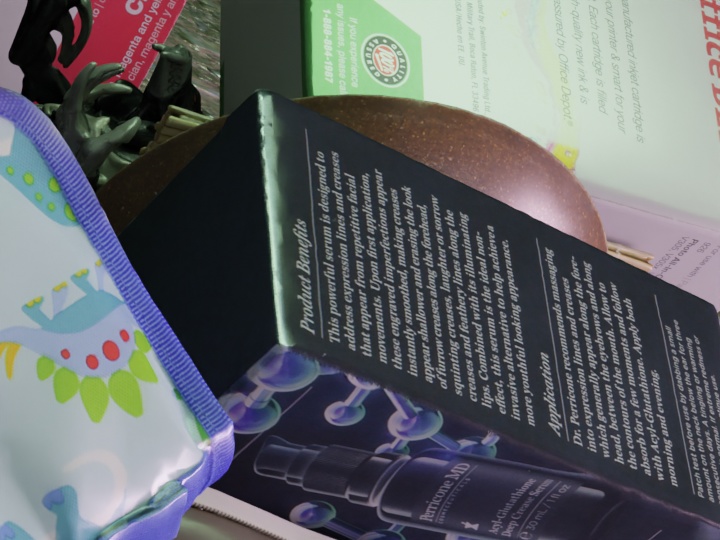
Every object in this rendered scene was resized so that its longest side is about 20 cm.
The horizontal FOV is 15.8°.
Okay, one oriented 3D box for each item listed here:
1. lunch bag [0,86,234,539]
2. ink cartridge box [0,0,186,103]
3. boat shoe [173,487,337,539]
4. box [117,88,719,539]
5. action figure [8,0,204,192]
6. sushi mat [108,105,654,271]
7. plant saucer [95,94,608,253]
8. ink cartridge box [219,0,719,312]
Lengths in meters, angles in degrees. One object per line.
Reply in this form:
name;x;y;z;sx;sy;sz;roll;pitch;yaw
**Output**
lunch bag;-0.152;0.025;0.599;0.200;0.127;0.170;40;50;14
ink cartridge box;-0.201;-0.146;1.216;0.200;0.145;0.145;26;14;-21
boat shoe;-0.043;0.109;0.773;0.202;0.072;0.060;16;50;-22
box;0.006;0.056;0.849;0.200;0.148;0.107;24;41;-30
action figure;-0.118;-0.061;0.928;0.200;0.102;0.119;0;40;-35
sushi mat;0.000;0.000;0.929;0.200;0.096;0.012;16;45;-24
plant saucer;-0.009;0.020;0.915;0.200;0.200;0.037;24;41;-31
ink cartridge box;0.052;-0.068;0.982;0.200;0.088;0.145;13;53;-22
